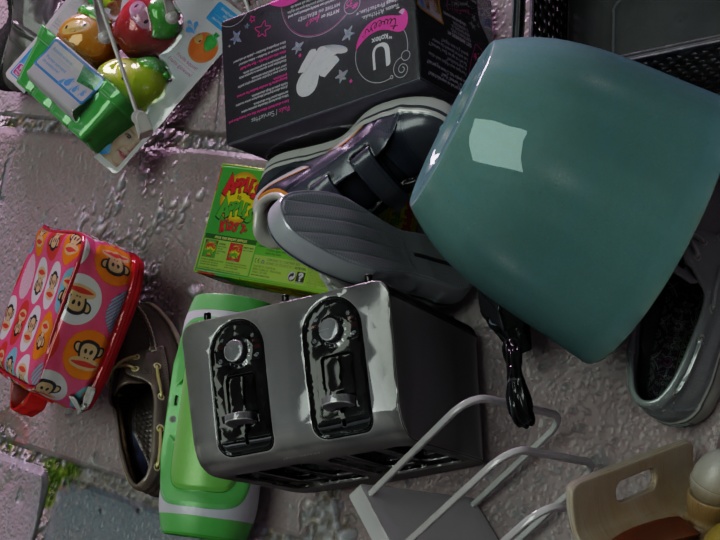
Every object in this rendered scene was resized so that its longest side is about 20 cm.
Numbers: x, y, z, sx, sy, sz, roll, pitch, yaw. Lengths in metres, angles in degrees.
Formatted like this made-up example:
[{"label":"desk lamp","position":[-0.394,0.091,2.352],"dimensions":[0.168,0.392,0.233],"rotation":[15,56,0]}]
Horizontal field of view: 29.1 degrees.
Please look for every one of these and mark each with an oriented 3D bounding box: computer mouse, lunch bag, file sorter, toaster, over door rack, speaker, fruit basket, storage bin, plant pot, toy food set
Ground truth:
[{"label":"computer mouse","position":[0.103,0.052,0.997],"dimensions":[0.034,0.059,0.200],"rotation":[-12,23,10]},{"label":"lunch bag","position":[-0.280,0.052,1.293],"dimensions":[0.200,0.081,0.178],"rotation":[14,83,64]},{"label":"file sorter","position":[0.115,0.199,0.939],"dimensions":[0.125,0.138,0.201],"rotation":[-47,53,21]},{"label":"toaster","position":[-0.013,0.093,1.056],"dimensions":[0.179,0.200,0.120],"rotation":[-12,71,25]},{"label":"over door rack","position":[-0.168,-0.225,1.295],"dimensions":[0.146,0.067,0.202],"rotation":[-19,76,-10]},{"label":"speaker","position":[-0.120,0.126,1.183],"dimensions":[0.088,0.088,0.203],"rotation":[-3,74,36]},{"label":"fruit basket","position":[-0.236,-0.222,1.364],"dimensions":[0.185,0.094,0.201],"rotation":[40,93,23]},{"label":"storage bin","position":[0.219,-0.201,1.022],"dimensions":[0.198,0.093,0.137],"rotation":[-8,72,36]},{"label":"plant pot","position":[0.129,-0.063,0.941],"dimensions":[0.160,0.201,0.202],"rotation":[26,93,-4]},{"label":"toy food set","position":[0.243,0.166,0.847],"dimensions":[0.199,0.143,0.061],"rotation":[25,113,40]}]

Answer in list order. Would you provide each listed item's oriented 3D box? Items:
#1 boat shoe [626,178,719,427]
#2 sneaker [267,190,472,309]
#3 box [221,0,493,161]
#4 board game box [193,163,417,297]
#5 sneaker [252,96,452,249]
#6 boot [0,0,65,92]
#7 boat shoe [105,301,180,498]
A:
[{"label":"boat shoe","position":[0.228,0.005,0.963],"dimensions":[0.069,0.071,0.203],"rotation":[5,79,38]},{"label":"sneaker","position":[0.000,0.000,1.060],"dimensions":[0.071,0.199,0.074],"rotation":[-41,47,31]},{"label":"box","position":[0.000,-0.162,1.151],"dimensions":[0.198,0.132,0.116],"rotation":[-13,72,34]},{"label":"board game box","position":[-0.048,-0.030,1.200],"dimensions":[0.198,0.047,0.103],"rotation":[9,81,38]},{"label":"sneaker","position":[-0.004,-0.067,1.091],"dimensions":[0.199,0.078,0.080],"rotation":[-21,38,38]},{"label":"boot","position":[-0.321,-0.279,1.484],"dimensions":[0.131,0.069,0.203],"rotation":[11,94,36]},{"label":"boat shoe","position":[-0.196,0.112,1.261],"dimensions":[0.071,0.059,0.202],"rotation":[-31,59,27]}]
